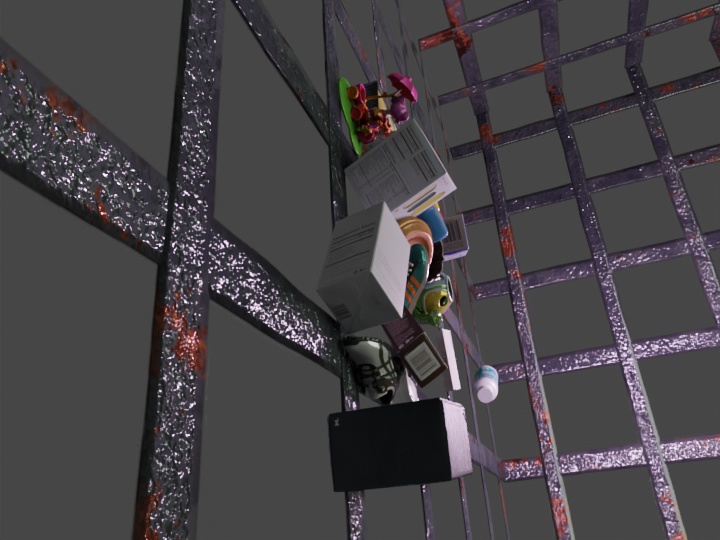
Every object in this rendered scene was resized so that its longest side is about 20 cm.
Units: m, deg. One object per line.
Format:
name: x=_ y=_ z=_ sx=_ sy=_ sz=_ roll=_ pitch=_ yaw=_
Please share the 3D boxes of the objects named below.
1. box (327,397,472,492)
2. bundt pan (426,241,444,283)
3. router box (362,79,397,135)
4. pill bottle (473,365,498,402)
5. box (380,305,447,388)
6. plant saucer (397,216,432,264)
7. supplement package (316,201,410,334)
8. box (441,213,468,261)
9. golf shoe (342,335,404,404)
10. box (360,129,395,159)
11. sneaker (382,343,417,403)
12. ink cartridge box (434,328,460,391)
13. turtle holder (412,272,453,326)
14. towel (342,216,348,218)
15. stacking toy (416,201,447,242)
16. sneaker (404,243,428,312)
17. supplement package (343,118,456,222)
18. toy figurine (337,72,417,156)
box: x=0.072 y=0.293 z=0.949 sx=0.196 sy=0.194 sz=0.128 roll=39 pitch=42 yaw=-63
bundt pan: x=0.137 y=-0.057 z=1.522 sx=0.198 sy=0.075 sz=0.208 roll=17 pitch=63 yaw=-38
router box: x=0.062 y=-0.426 z=1.665 sx=0.201 sy=0.051 sz=0.161 roll=55 pitch=28 yaw=-52
pill bottle: x=0.565 y=0.518 z=2.542 sx=0.200 sy=0.108 sz=0.114 roll=-48 pitch=123 yaw=-70
box: x=0.104 y=0.148 z=1.188 sx=0.101 sy=0.074 sz=0.200 roll=54 pitch=0 yaw=-20
plant saucer: x=0.110 y=-0.026 z=1.358 sx=0.197 sy=0.037 sz=0.206 roll=-24 pitch=127 yaw=-35
supplement package: x=0.011 y=-0.007 z=1.056 sx=0.122 sy=0.117 sz=0.203 roll=54 pitch=31 yaw=-31
box: x=0.226 y=-0.083 z=1.692 sx=0.200 sy=0.178 sz=0.108 roll=23 pitch=54 yaw=-81
golf shoe: x=0.027 y=0.193 z=1.082 sx=0.200 sy=0.076 sz=0.097 roll=44 pitch=48 yaw=-45
box: x=0.080 y=-0.258 z=1.524 sx=0.096 sy=0.100 sz=0.202 roll=-84 pitch=155 yaw=-45
sneaker: x=0.076 y=0.244 z=1.244 sx=0.116 sy=0.072 sz=0.205 roll=-97 pitch=166 yaw=-79
ink cartridge box: x=0.290 y=0.303 z=1.908 sx=0.176 sy=0.043 sz=0.207 roll=27 pitch=52 yaw=-70
turtle holder: x=0.194 y=0.071 z=1.612 sx=0.185 sy=0.128 sz=0.145 roll=-37 pitch=114 yaw=-72
towel: x=0.000 y=0.000 z=1.217 sx=0.147 sy=0.023 sz=0.206 roll=45 pitch=36 yaw=-62
stacking toy: x=0.166 y=-0.169 z=1.476 sx=0.111 sy=0.113 sz=0.203 roll=55 pitch=31 yaw=-32
sneaker: x=0.095 y=0.034 z=1.295 sx=0.079 sy=0.071 sz=0.206 roll=8 pitch=103 yaw=-44
supplement package: x=0.095 y=-0.212 z=1.315 sx=0.153 sy=0.197 sz=0.151 roll=60 pitch=14 yaw=14
toy figurine: x=0.055 y=-0.409 z=1.411 sx=0.150 sy=0.179 sz=0.207 roll=15 pitch=64 yaw=-70
